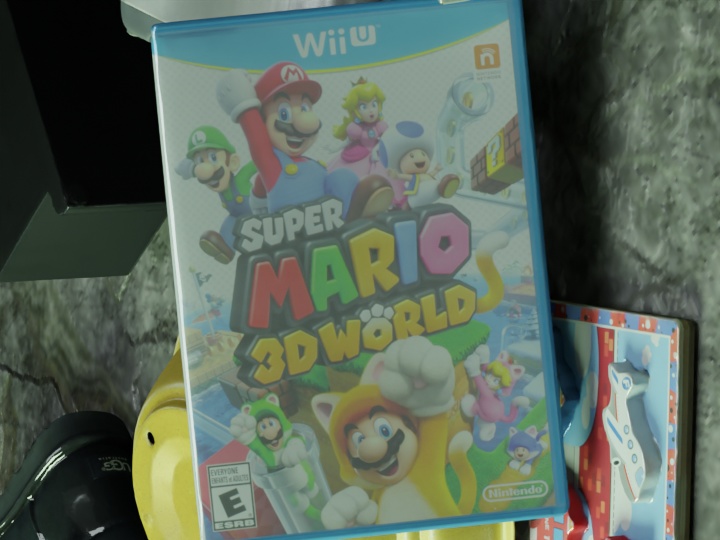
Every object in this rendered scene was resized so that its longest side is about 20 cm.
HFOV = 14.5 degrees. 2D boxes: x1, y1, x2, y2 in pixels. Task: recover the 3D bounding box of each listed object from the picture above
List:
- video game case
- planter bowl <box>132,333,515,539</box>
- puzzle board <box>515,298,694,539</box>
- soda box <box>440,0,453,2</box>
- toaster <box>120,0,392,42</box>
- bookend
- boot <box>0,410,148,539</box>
[{"bbox_3d":[0.000,0.000,1.081,0.018,0.142,0.202,-135,40,-88],"label":"video game case"},{"bbox_3d":[-0.035,0.085,1.155,0.200,0.083,0.202,25,124,43],"label":"planter bowl"},{"bbox_3d":[0.077,0.113,1.113,0.150,0.017,0.202,8,97,59],"label":"puzzle board"},{"bbox_3d":[0.046,-0.203,1.017,0.064,0.068,0.201,-96,-2,-71],"label":"soda box"},{"bbox_3d":[-0.010,-0.140,1.155,0.200,0.113,0.130,27,112,49],"label":"toaster"},{"bbox_3d":[-0.165,-0.066,1.440,0.199,0.092,0.201,-53,49,48],"label":"bookend"},{"bbox_3d":[-0.146,0.195,1.430,0.201,0.076,0.169,-58,40,34],"label":"boot"}]
